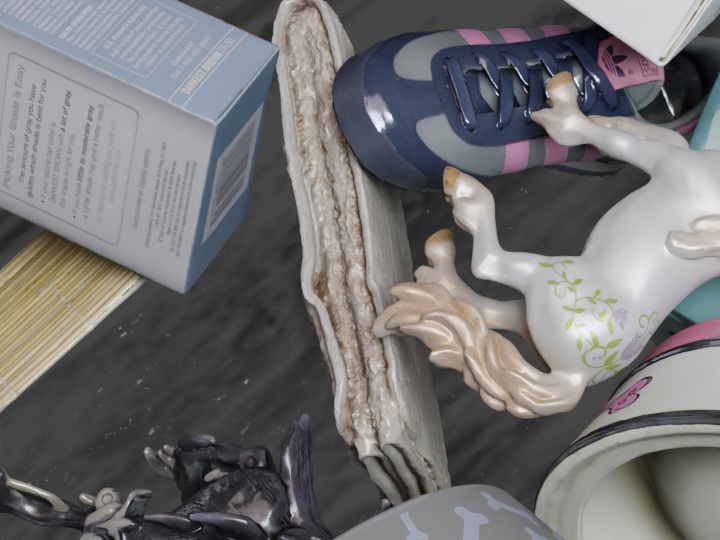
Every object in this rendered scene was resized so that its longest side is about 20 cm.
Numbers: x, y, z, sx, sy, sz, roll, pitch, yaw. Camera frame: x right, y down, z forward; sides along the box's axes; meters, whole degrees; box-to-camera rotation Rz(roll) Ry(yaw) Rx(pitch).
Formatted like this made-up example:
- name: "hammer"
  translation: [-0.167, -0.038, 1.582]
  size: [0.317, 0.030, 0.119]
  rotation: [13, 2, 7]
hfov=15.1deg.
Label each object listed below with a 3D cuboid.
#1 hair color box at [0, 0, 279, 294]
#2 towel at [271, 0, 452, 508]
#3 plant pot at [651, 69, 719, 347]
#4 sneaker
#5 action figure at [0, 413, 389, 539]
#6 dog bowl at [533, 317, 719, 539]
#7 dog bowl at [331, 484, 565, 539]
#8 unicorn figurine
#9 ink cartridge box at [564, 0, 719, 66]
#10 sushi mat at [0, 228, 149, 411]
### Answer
- name: "hair color box"
  translation: [-0.140, -0.080, 1.110]
  size: [0.200, 0.099, 0.061]
  rotation: [25, 46, 11]
- name: "towel"
  translation: [0.000, 0.000, 1.123]
  size: [0.034, 0.133, 0.200]
  rotation: [-12, 66, 6]
- name: "plant pot"
  translation: [0.209, -0.038, 1.125]
  size: [0.141, 0.141, 0.200]
  rotation: [31, 81, 15]
- name: "sneaker"
  translation: [0.075, -0.078, 1.116]
  size: [0.082, 0.200, 0.070]
  rotation: [-26, 79, 41]
- name: "action figure"
  translation: [-0.075, 0.118, 1.098]
  size: [0.200, 0.102, 0.119]
  rotation: [1, 65, 21]
- name: "dog bowl"
  translation: [0.172, 0.096, 1.044]
  size: [0.200, 0.200, 0.074]
  rotation: [19, 54, 11]
- name: "dog bowl"
  translation: [0.003, 0.158, 1.021]
  size: [0.200, 0.200, 0.059]
  rotation: [-34, 66, -10]
- name: "unicorn figurine"
  translation: [0.110, -0.020, 1.033]
  size: [0.137, 0.074, 0.200]
  rotation: [38, 88, 32]
- name: "ink cartridge box"
  translation: [0.111, -0.176, 1.109]
  size: [0.145, 0.200, 0.084]
  rotation: [36, 117, 8]
- name: "sushi mat"
  translation: [-0.164, 0.040, 1.152]
  size: [0.200, 0.012, 0.096]
  rotation: [-43, 29, -13]
